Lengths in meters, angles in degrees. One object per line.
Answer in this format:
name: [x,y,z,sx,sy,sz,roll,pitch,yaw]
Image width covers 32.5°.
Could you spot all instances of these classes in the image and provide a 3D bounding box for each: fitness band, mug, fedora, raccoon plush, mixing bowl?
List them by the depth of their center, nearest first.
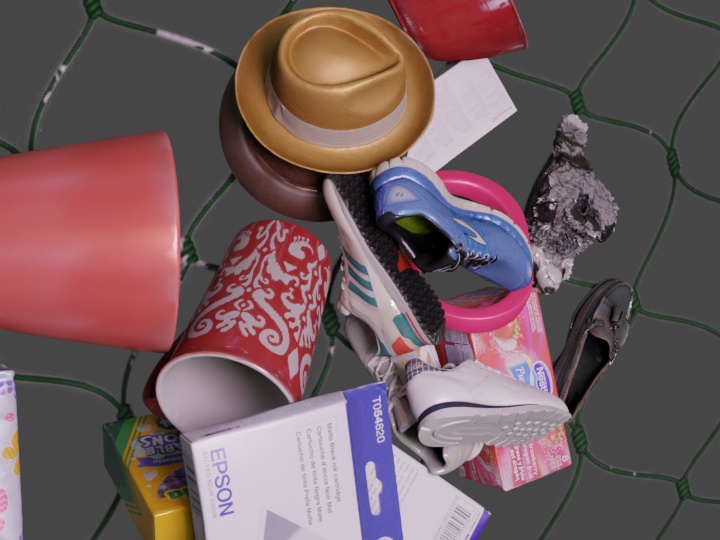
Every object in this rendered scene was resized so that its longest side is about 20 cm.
mug: [-0.120,0.054,1.173,0.201,0.175,0.135,-72,160,-46]
fedora: [-0.021,-0.190,1.186,0.198,0.082,0.203,2,69,-6]
mixing bowl: [0.081,-0.294,1.273,0.107,0.200,0.202,-27,104,5]
fitness band: [0.109,-0.022,1.304,0.142,0.038,0.202,6,51,-10]
raccoon plush: [0.223,-0.062,1.407,0.096,0.134,0.201,29,46,-8]

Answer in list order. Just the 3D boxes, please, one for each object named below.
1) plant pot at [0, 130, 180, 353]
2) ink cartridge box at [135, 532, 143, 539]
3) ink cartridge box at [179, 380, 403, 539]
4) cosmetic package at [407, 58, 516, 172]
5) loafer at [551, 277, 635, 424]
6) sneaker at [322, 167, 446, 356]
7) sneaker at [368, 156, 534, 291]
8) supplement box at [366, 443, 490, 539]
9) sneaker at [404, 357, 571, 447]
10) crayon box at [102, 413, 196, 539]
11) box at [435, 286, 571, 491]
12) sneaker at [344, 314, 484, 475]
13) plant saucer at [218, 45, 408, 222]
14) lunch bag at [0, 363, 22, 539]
plant pot: [-0.260,-0.025,1.109,0.175,0.200,0.203,-1,91,-15]
ink cartridge box: [-0.173,0.332,1.204,0.145,0.083,0.201,41,74,-20]
ink cartridge box: [-0.046,0.214,1.074,0.198,0.040,0.202,-13,103,-24]
cosmetic package: [0.068,-0.151,1.327,0.199,0.051,0.083,-37,102,-20]
loafer: [0.267,0.098,1.421,0.072,0.063,0.201,40,75,-21]
sneaker: [0.000,0.000,1.219,0.201,0.093,0.070,58,32,-11]
sneaker: [0.087,-0.024,1.200,0.199,0.078,0.090,28,48,-25]
supplement box: [0.019,0.237,1.284,0.199,0.103,0.102,38,77,-23]
sneaker: [0.132,0.128,1.246,0.198,0.077,0.081,10,45,-38]
crayon box: [-0.152,0.197,1.145,0.124,0.200,0.052,-9,117,-25]
box: [0.149,0.125,1.345,0.094,0.099,0.203,-16,97,-24]
sneaker: [0.048,0.121,1.271,0.200,0.076,0.092,50,28,6]
plant saucer: [-0.043,-0.151,1.247,0.197,0.034,0.203,1,81,-8]
lunch bag: [-0.399,0.175,1.072,0.197,0.127,0.172,-2,90,-19]
